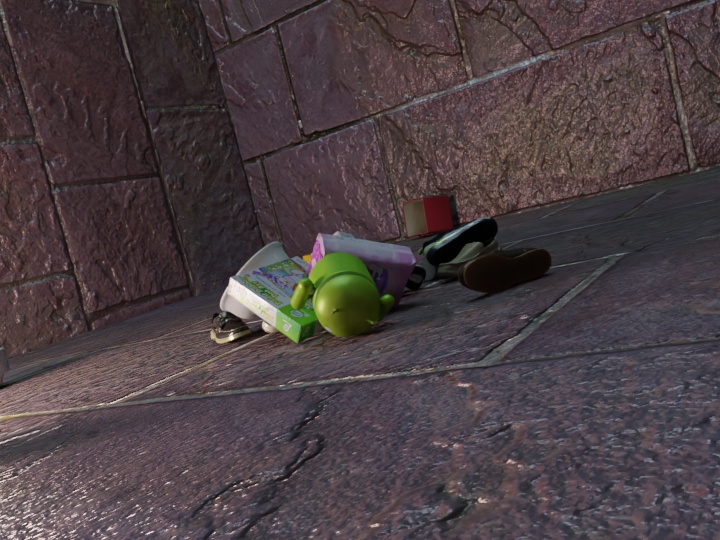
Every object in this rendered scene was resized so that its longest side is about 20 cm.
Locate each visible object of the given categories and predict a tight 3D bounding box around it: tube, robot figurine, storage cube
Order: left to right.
[{"bbox_3d":[-0.030,0.041,1.293,0.174,0.116,0.200,13,19,-16],"label":"robot figurine"},{"bbox_3d":[0.340,-0.273,3.703,0.179,0.202,0.170,-10,0,-36],"label":"storage cube"},{"bbox_3d":[0.213,-0.017,1.855,0.077,0.051,0.200,14,17,31],"label":"tube"}]

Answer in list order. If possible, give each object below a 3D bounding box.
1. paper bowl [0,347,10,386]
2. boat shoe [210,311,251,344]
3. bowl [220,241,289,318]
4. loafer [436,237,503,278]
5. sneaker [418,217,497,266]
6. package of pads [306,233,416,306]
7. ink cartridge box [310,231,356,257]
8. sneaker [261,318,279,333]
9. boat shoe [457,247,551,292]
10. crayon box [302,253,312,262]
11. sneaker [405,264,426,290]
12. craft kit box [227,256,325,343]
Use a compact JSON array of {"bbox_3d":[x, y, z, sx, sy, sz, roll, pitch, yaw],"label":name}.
[{"bbox_3d":[-1.030,0.280,1.928,0.199,0.105,0.201,-16,5,1],"label":"paper bowl"},{"bbox_3d":[-0.306,0.127,1.666,0.073,0.065,0.200,-17,5,-28],"label":"boat shoe"},{"bbox_3d":[-0.213,0.040,1.633,0.201,0.090,0.201,-48,-9,-10],"label":"bowl"},{"bbox_3d":[0.253,-0.028,1.706,0.199,0.068,0.076,-15,1,-36],"label":"loafer"},{"bbox_3d":[0.232,-0.084,1.766,0.199,0.072,0.083,-25,33,-7],"label":"sneaker"},{"bbox_3d":[0.000,0.000,1.445,0.198,0.121,0.076,8,34,-17],"label":"package of pads"},{"bbox_3d":[-0.019,-0.004,1.625,0.084,0.145,0.200,-39,-4,7],"label":"ink cartridge box"},{"bbox_3d":[-0.122,0.063,1.581,0.199,0.090,0.067,-20,41,-24],"label":"sneaker"},{"bbox_3d":[0.259,-0.001,1.359,0.199,0.071,0.070,-8,8,-28],"label":"boat shoe"},{"bbox_3d":[-0.108,0.011,2.058,0.050,0.128,0.200,-16,3,-20],"label":"crayon box"},{"bbox_3d":[0.053,-0.020,1.636,0.115,0.076,0.200,31,1,39],"label":"sneaker"},{"bbox_3d":[-0.127,0.052,1.461,0.199,0.049,0.197,31,33,28],"label":"craft kit box"}]
